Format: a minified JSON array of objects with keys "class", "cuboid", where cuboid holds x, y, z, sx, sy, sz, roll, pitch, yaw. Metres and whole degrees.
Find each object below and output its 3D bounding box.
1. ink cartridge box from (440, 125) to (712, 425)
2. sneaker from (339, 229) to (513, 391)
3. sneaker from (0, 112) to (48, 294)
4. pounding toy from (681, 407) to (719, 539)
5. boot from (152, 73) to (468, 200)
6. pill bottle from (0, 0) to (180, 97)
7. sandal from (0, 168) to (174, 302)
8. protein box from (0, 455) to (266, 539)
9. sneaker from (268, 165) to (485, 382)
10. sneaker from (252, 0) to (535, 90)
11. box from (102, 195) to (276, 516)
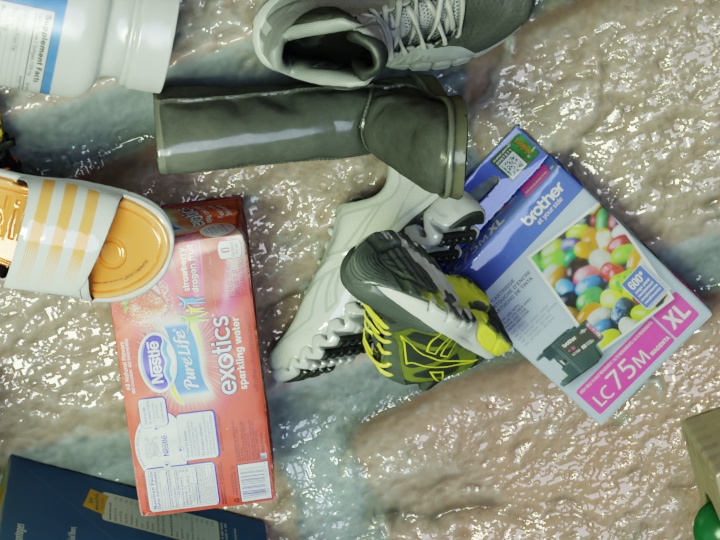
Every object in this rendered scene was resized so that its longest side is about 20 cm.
[{"class":"ink cartridge box","cuboid":[0.145,0.005,1.479,0.200,0.042,0.119,42,99,-16]},{"class":"sneaker","cuboid":[0.034,0.039,1.376,0.084,0.075,0.200,-39,149,13]},{"class":"sneaker","cuboid":[-0.255,-0.064,1.391,0.199,0.070,0.090,33,105,-14]},{"class":"pounding toy","cuboid":[0.327,0.200,1.509,0.198,0.142,0.186,-18,109,-1]},{"class":"boot","cuboid":[-0.037,-0.090,1.357,0.198,0.182,0.073,2,104,-12]},{"class":"pill bottle","cuboid":[-0.220,-0.175,1.338,0.198,0.112,0.113,10,107,-11]},{"class":"sandal","cuboid":[-0.225,-0.024,1.331,0.205,0.059,0.080,13,105,3]},{"class":"protein box","cuboid":[-0.174,0.250,1.437,0.198,0.199,0.136,15,106,-11]},{"class":"sneaker","cuboid":[0.000,0.000,1.450,0.200,0.075,0.081,-46,71,20]},{"class":"sneaker","cuboid":[0.029,-0.156,1.370,0.198,0.116,0.076,-12,109,-2]},{"class":"box","cuboid":[-0.118,0.059,1.434,0.099,0.096,0.202,-7,109,-2]}]
